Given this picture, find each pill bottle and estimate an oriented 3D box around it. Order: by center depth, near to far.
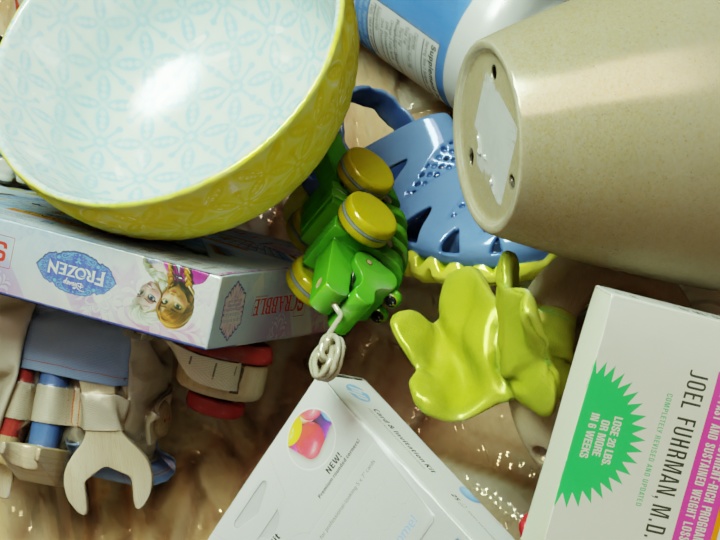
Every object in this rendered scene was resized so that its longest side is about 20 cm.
[{"bbox_3d":[0.067,-0.149,1.698,0.112,0.112,0.200,-41,57,-20],"label":"pill bottle"}]

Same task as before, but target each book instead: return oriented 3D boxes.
[{"bbox_3d":[0.188,0.094,1.432,0.200,0.134,0.048,13,8,-15],"label":"book"}]

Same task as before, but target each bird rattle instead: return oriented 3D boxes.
[{"bbox_3d":[0.121,0.066,1.488,0.163,0.200,0.113,-45,14,-32],"label":"bird rattle"}]

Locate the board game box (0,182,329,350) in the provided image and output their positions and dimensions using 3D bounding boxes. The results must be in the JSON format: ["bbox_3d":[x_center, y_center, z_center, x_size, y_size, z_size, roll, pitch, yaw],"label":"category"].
[{"bbox_3d":[-0.125,-0.006,1.586,0.200,0.199,0.041,15,98,21],"label":"board game box"}]

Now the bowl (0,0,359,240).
[{"bbox_3d":[-0.080,-0.087,1.543,0.200,0.108,0.200,-14,52,18],"label":"bowl"}]

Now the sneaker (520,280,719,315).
[{"bbox_3d":[0.168,0.014,1.578,0.200,0.081,0.075,-1,55,12],"label":"sneaker"}]

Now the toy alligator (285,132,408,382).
[{"bbox_3d":[0.000,0.000,1.515,0.054,0.059,0.200,28,32,-21],"label":"toy alligator"}]

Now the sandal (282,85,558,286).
[{"bbox_3d":[0.036,-0.044,1.602,0.200,0.087,0.079,18,17,40],"label":"sandal"}]

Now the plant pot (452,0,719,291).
[{"bbox_3d":[0.153,-0.070,1.439,0.200,0.187,0.188,-3,50,-18],"label":"plant pot"}]

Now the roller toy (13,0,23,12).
[{"bbox_3d":[-0.139,-0.207,1.721,0.139,0.183,0.200,-1,29,-12],"label":"roller toy"}]

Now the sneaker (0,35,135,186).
[{"bbox_3d":[-0.127,-0.087,1.630,0.200,0.089,0.079,9,27,-1],"label":"sneaker"}]

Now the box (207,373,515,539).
[{"bbox_3d":[0.007,0.172,1.460,0.200,0.041,0.156,45,110,33],"label":"box"}]

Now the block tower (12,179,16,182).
[{"bbox_3d":[-0.263,-0.005,1.687,0.058,0.054,0.200,26,63,27],"label":"block tower"}]

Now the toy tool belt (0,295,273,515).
[{"bbox_3d":[-0.146,0.076,1.584,0.200,0.125,0.123,15,96,24],"label":"toy tool belt"}]
